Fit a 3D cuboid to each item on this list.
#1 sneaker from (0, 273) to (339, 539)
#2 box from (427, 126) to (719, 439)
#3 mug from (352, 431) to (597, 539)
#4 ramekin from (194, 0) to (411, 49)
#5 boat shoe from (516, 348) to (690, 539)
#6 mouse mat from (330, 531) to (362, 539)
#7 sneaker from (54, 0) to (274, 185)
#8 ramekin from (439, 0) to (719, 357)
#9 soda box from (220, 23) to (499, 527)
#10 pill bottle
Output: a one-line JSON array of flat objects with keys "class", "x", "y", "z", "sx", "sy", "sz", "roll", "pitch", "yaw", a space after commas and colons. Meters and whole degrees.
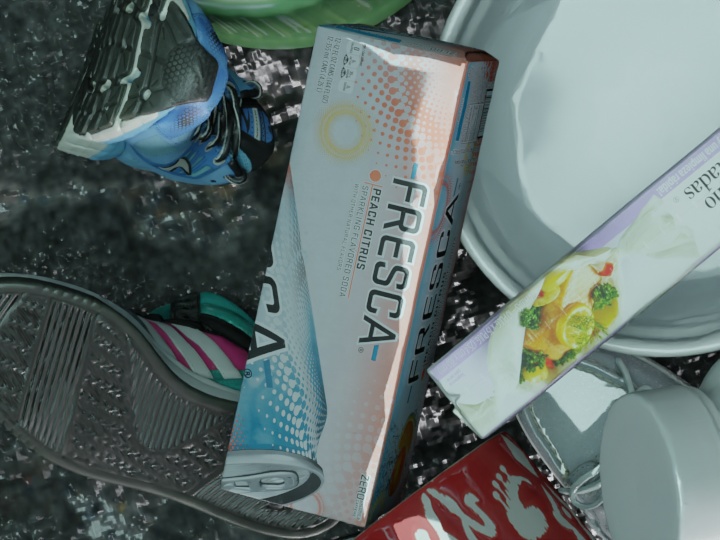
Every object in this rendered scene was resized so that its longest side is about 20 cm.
[{"class": "sneaker", "x": -0.100, "y": 0.043, "z": 1.330, "sx": 0.200, "sy": 0.121, "sz": 0.084, "roll": 29, "pitch": 97, "yaw": -23}, {"class": "box", "x": 0.115, "y": -0.007, "z": 1.232, "sx": 0.200, "sy": 0.041, "sz": 0.039, "roll": -40, "pitch": 88, "yaw": 7}, {"class": "mug", "x": 0.060, "y": 0.191, "z": 1.246, "sx": 0.177, "sy": 0.133, "sz": 0.200, "roll": -35, "pitch": 84, "yaw": -8}, {"class": "ramekin", "x": -0.044, "y": -0.200, "z": 1.322, "sx": 0.199, "sy": 0.098, "sz": 0.201, "roll": 0, "pitch": 93, "yaw": 8}, {"class": "boat shoe", "x": 0.146, "y": 0.107, "z": 1.326, "sx": 0.074, "sy": 0.065, "sz": 0.202, "roll": -42, "pitch": 86, "yaw": 8}, {"class": "mouse mat", "x": -0.048, "y": 0.216, "z": 1.388, "sx": 0.199, "sy": 0.008, "sz": 0.162, "roll": -14, "pitch": 91, "yaw": 9}, {"class": "sneaker", "x": -0.074, "y": -0.078, "z": 1.291, "sx": 0.090, "sy": 0.200, "sz": 0.079, "roll": 19, "pitch": 86, "yaw": -9}, {"class": "ramekin", "x": 0.132, "y": -0.066, "z": 1.300, "sx": 0.199, "sy": 0.105, "sz": 0.201, "roll": 0, "pitch": 93, "yaw": 8}, {"class": "soda box", "x": 0.000, "y": 0.000, "z": 1.242, "sx": 0.068, "sy": 0.064, "sz": 0.201, "roll": 14, "pitch": 97, "yaw": 13}, {"class": "pill bottle", "x": 0.207, "y": 0.081, "z": 1.256, "sx": 0.199, "sy": 0.111, "sz": 0.111, "roll": -6, "pitch": 92, "yaw": -18}]
